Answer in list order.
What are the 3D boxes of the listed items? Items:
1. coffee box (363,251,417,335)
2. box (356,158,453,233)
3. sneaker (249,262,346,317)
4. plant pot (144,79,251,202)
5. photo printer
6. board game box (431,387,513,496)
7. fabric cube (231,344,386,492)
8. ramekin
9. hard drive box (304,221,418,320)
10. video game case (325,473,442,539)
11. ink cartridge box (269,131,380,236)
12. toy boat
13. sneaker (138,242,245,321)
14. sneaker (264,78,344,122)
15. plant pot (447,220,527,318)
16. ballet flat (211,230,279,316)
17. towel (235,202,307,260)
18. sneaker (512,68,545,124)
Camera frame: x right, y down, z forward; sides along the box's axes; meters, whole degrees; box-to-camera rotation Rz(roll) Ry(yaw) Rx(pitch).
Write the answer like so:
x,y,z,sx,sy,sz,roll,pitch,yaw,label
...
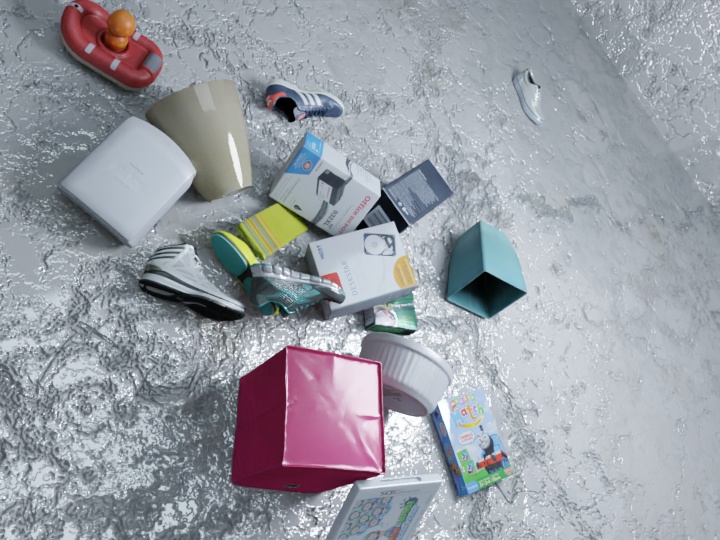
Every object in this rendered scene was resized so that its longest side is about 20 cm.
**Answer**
x,y,z,sx,sy,sz,roll,pitch,yaw,label
0.061,0.043,1.391,0.122,0.044,0.201,11,61,-30,coffee box
0.098,-0.155,1.452,0.107,0.148,0.200,53,49,-1,box
-0.125,0.048,1.178,0.199,0.077,0.092,15,86,-22,sneaker
-0.297,-0.245,1.214,0.187,0.187,0.201,-28,97,-41,plant pot
-0.411,-0.167,1.107,0.166,0.069,0.200,42,71,-10,photo printer
0.246,0.375,1.355,0.150,0.037,0.201,-7,70,-37,board game box
-0.091,0.266,1.064,0.195,0.199,0.201,16,58,-29,fabric cube
0.078,0.215,1.222,0.202,0.202,0.095,34,63,-17,ramekin
0.000,0.000,1.305,0.199,0.077,0.157,-16,75,-17,hard drive box
0.033,0.442,1.078,0.181,0.201,0.024,7,28,-33,video game case
-0.075,-0.179,1.330,0.199,0.145,0.084,31,27,-19,ink cartridge box
-0.484,-0.463,1.208,0.199,0.131,0.131,30,52,-20,toy boat
-0.295,0.012,1.132,0.200,0.076,0.116,24,57,-21,sneaker
-0.133,-0.386,1.461,0.199,0.075,0.085,9,60,-21,sneaker
0.313,-0.014,1.543,0.141,0.141,0.201,25,47,-23,plant pot
-0.216,-0.001,1.207,0.201,0.067,0.067,55,41,-8,ballet flat
-0.179,-0.088,1.269,0.086,0.018,0.200,55,30,-6,towel
0.586,-0.596,2.082,0.073,0.071,0.201,-12,74,-39,sneaker
